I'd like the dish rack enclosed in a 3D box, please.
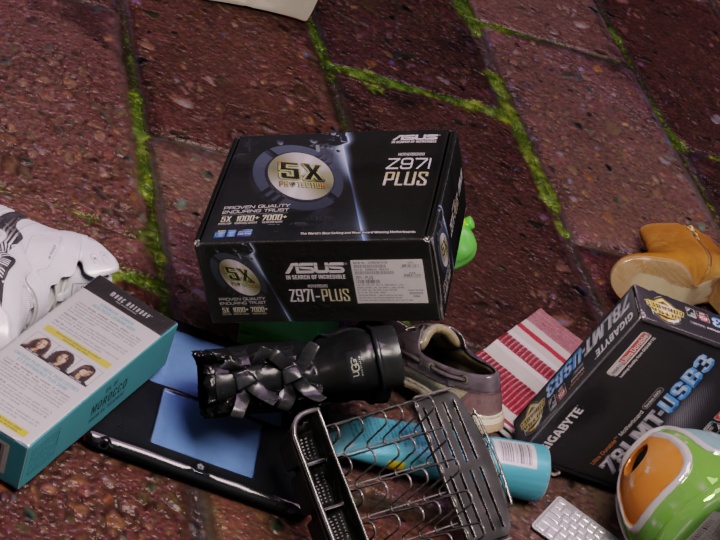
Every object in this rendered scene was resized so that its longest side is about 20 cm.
[{"bbox_3d":[0.038,0.171,1.522,0.200,0.055,0.153,-13,76,-34],"label":"dish rack"}]

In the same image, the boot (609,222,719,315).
[{"bbox_3d":[0.332,-0.008,2.090,0.201,0.071,0.144,13,27,-28],"label":"boot"}]

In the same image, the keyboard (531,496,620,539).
[{"bbox_3d":[0.240,0.268,1.643,0.200,0.011,0.056,35,31,15],"label":"keyboard"}]

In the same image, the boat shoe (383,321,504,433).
[{"bbox_3d":[0.066,0.078,1.712,0.072,0.065,0.200,-1,25,-33],"label":"boat shoe"}]

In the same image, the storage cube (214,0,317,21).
[{"bbox_3d":[-0.123,-0.430,2.250,0.171,0.200,0.180,9,41,-28],"label":"storage cube"}]

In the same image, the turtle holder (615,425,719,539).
[{"bbox_3d":[0.305,0.200,1.644,0.185,0.141,0.132,-8,42,-30],"label":"turtle holder"}]

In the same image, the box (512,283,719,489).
[{"bbox_3d":[0.271,0.118,1.689,0.198,0.200,0.050,20,38,-23],"label":"box"}]

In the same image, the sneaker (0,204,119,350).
[{"bbox_3d":[-0.262,0.019,1.572,0.115,0.075,0.200,14,29,-16],"label":"sneaker"}]

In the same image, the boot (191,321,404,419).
[{"bbox_3d":[-0.055,0.085,1.558,0.162,0.073,0.198,-9,-3,-6],"label":"boot"}]

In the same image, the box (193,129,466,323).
[{"bbox_3d":[-0.021,-0.038,1.591,0.200,0.086,0.164,-1,36,13],"label":"box"}]

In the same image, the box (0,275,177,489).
[{"bbox_3d":[-0.235,0.084,1.490,0.082,0.049,0.200,31,39,14],"label":"box"}]

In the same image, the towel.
[{"bbox_3d":[0.179,0.116,1.818,0.144,0.023,0.200,39,34,16],"label":"towel"}]

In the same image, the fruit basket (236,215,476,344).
[{"bbox_3d":[0.000,0.000,1.721,0.215,0.156,0.216,7,32,-4],"label":"fruit basket"}]

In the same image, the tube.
[{"bbox_3d":[0.065,0.158,1.644,0.200,0.050,0.077,13,13,-16],"label":"tube"}]

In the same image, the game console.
[{"bbox_3d":[-0.124,0.115,1.578,0.200,0.031,0.177,20,31,-9],"label":"game console"}]
